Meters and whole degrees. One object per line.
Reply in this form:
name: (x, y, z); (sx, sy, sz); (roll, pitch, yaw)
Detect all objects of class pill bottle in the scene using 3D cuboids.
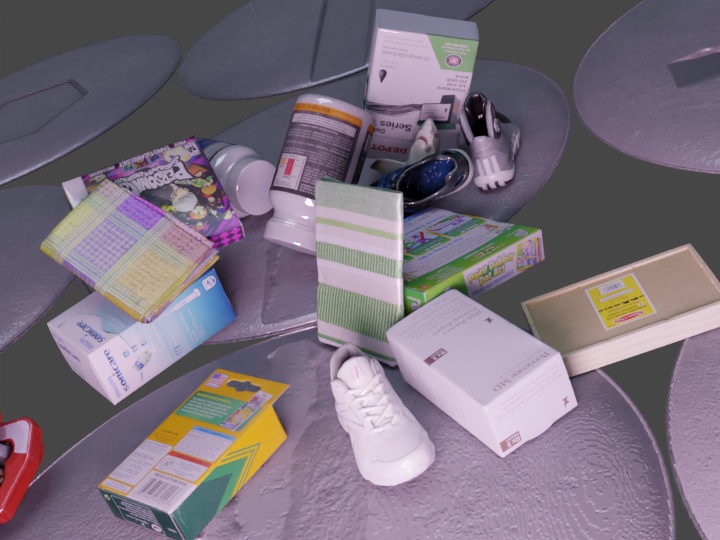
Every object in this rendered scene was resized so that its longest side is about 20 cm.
pill bottle: (-0.059, -0.127, 1.572); (0.116, 0.116, 0.202); (13, 84, 46)
pill bottle: (-0.211, -0.142, 1.793); (0.111, 0.112, 0.199); (-38, 33, -26)

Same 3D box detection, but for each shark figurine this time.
shark figurine: (0.051, -0.117, 1.634); (0.213, 0.129, 0.089); (-22, -3, 38)

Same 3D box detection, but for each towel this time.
towel: (-0.296, -0.025, 1.489); (0.199, 0.023, 0.144); (31, 63, 19)
towel: (0.000, 0.000, 1.333); (0.023, 0.202, 0.152); (-13, 19, -39)

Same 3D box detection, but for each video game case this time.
video game case: (-0.280, -0.081, 1.563); (0.199, 0.036, 0.182); (-21, 56, -14)

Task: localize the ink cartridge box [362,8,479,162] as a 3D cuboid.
ink cartridge box: (0.079, -0.255, 1.653); (0.145, 0.201, 0.085); (6, 32, -4)

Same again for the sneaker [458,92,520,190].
sneaker: (0.178, -0.208, 1.628); (0.074, 0.116, 0.201); (-15, 30, 12)

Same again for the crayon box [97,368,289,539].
crayon box: (-0.171, 0.197, 1.264); (0.125, 0.052, 0.200); (7, 41, 42)

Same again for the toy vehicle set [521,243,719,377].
toy vehicle set: (0.279, 0.043, 1.233); (0.198, 0.027, 0.125); (-19, 29, 6)

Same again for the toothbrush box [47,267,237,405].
toothbrush box: (-0.287, 0.066, 1.527); (0.199, 0.086, 0.146); (-35, 32, -24)

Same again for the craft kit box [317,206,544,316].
craft kit box: (0.084, -0.013, 1.404); (0.199, 0.049, 0.197); (-26, 24, -33)

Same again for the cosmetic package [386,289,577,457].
cosmetic package: (0.121, 0.100, 1.202); (0.101, 0.074, 0.200); (-32, 29, -17)

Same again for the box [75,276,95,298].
box: (-0.322, -0.027, 1.663); (0.156, 0.041, 0.200); (-37, 4, -23)

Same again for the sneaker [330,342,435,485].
sneaker: (0.009, 0.140, 1.183); (0.077, 0.100, 0.200); (-28, 29, -11)

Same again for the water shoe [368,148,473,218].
water shoe: (0.052, -0.105, 1.529); (0.199, 0.072, 0.079); (-31, -11, 26)

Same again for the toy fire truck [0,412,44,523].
toy fire truck: (-0.460, 0.250, 1.343); (0.198, 0.112, 0.169); (-15, 54, 15)
